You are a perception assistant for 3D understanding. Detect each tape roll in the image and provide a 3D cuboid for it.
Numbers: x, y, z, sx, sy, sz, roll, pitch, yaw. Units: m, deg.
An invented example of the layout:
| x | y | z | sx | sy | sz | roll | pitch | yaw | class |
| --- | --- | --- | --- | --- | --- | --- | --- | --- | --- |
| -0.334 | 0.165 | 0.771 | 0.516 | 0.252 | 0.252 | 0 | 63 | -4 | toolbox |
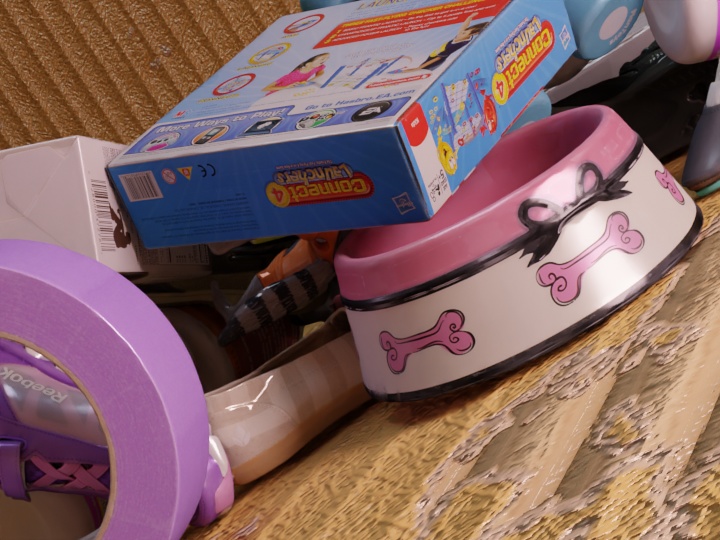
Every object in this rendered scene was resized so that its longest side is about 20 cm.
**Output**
| x | y | z | sx | sy | sz | roll | pitch | yaw | class |
| --- | --- | --- | --- | --- | --- | --- | --- | --- | --- |
| -0.179 | 0.088 | 0.816 | 0.199 | 0.201 | 0.066 | -31 | 6 | 14 | tape roll |

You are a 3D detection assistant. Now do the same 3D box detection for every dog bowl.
| x | y | z | sx | sy | sz | roll | pitch | yaw | class |
| --- | --- | --- | --- | --- | --- | --- | --- | --- | --- |
| 0.073 | -0.015 | 0.850 | 0.199 | 0.074 | 0.200 | -28 | 11 | 6 | dog bowl |

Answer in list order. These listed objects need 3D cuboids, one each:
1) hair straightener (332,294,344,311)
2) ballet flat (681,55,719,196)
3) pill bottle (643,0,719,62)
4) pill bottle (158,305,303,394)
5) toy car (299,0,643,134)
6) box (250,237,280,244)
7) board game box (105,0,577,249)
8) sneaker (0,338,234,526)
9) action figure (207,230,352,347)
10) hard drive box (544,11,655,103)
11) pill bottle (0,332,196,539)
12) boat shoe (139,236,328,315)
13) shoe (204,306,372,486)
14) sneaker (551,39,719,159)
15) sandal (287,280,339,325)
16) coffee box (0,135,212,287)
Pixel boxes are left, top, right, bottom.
| x | y | z | sx | sy | sz | roll | pitch | yaw | class |
| --- | --- | --- | --- | --- | --- | --- | --- | --- | --- |
| 0.060 | -0.011 | 1.135 | 0.077 | 0.041 | 0.200 | -37 | 1 | -39 | hair straightener |
| 0.248 | -0.121 | 0.921 | 0.199 | 0.073 | 0.073 | -34 | 6 | -11 | ballet flat |
| 0.279 | -0.199 | 1.006 | 0.199 | 0.105 | 0.104 | -14 | 5 | -4 | pill bottle |
| -0.109 | 0.049 | 1.211 | 0.112 | 0.113 | 0.200 | -30 | 6 | 27 | pill bottle |
| 0.097 | -0.161 | 1.095 | 0.177 | 0.184 | 0.200 | -51 | -26 | 8 | toy car |
| -0.012 | -0.081 | 1.125 | 0.199 | 0.048 | 0.122 | -16 | 28 | -24 | box |
| -0.007 | -0.092 | 0.913 | 0.199 | 0.056 | 0.196 | -4 | 30 | 36 | board game box |
| -0.163 | 0.095 | 0.888 | 0.088 | 0.199 | 0.081 | -43 | -32 | -46 | sneaker |
| 0.000 | 0.000 | 1.024 | 0.192 | 0.201 | 0.105 | -12 | 49 | -3 | action figure |
| 0.204 | -0.145 | 1.315 | 0.155 | 0.077 | 0.200 | -31 | 5 | 17 | hard drive box |
| -0.176 | 0.107 | 1.027 | 0.104 | 0.105 | 0.200 | -29 | 13 | 30 | pill bottle |
| -0.120 | -0.012 | 1.115 | 0.199 | 0.066 | 0.072 | 4 | 20 | 3 | boat shoe |
| -0.011 | 0.050 | 0.942 | 0.200 | 0.054 | 0.070 | -34 | 6 | -32 | shoe |
| 0.184 | -0.106 | 1.132 | 0.199 | 0.077 | 0.114 | -27 | 6 | 26 | sneaker |
| -0.023 | -0.003 | 1.242 | 0.054 | 0.082 | 0.200 | -30 | -7 | 13 | sandal |
| -0.175 | -0.027 | 0.973 | 0.112 | 0.080 | 0.200 | -10 | -2 | 12 | coffee box |
